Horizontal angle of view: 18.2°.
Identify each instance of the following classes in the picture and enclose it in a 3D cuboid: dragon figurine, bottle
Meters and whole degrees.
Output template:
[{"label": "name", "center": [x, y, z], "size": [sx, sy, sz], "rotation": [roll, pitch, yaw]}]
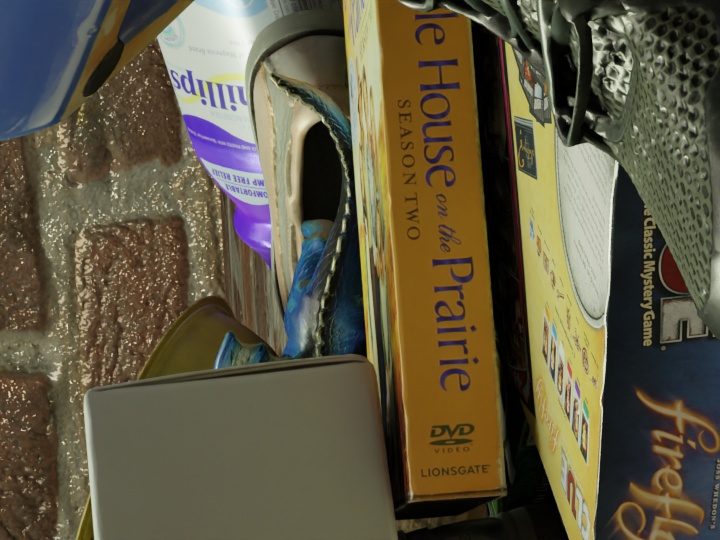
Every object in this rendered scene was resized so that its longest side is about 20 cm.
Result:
[{"label": "dragon figurine", "center": [-0.014, 0.035, 0.778], "size": [0.200, 0.059, 0.099], "rotation": [88, -155, -46]}, {"label": "bottle", "center": [-0.031, -0.067, 0.885], "size": [0.083, 0.065, 0.200], "rotation": [14, 132, 40]}]

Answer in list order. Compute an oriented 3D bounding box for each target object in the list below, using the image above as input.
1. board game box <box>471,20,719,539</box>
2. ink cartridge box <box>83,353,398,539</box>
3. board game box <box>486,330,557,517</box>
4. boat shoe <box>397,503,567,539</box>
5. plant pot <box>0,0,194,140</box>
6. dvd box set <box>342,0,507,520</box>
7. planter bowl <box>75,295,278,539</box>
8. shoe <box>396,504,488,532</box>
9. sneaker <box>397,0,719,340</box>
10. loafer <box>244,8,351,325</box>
[{"label": "board game box", "center": [0.058, -0.028, 0.598], "size": [0.200, 0.035, 0.136], "rotation": [-105, 13, -59]}, {"label": "ink cartridge box", "center": [-0.028, 0.136, 0.669], "size": [0.200, 0.083, 0.146], "rotation": [91, 171, -61]}, {"label": "board game box", "center": [0.046, -0.014, 0.785], "size": [0.105, 0.023, 0.200], "rotation": [100, 165, -58]}, {"label": "boat shoe", "center": [0.039, 0.169, 0.765], "size": [0.074, 0.065, 0.202], "rotation": [-104, 12, -58]}, {"label": "plant pot", "center": [-0.092, -0.160, 0.550], "size": [0.200, 0.180, 0.200], "rotation": [-52, -5, -46]}, {"label": "dvd box set", "center": [0.015, -0.028, 0.673], "size": [0.146, 0.029, 0.200], "rotation": [113, 153, -82]}, {"label": "planter bowl", "center": [-0.047, 0.116, 0.907], "size": [0.200, 0.083, 0.201], "rotation": [14, -90, -79]}, {"label": "shoe", "center": [0.007, 0.155, 0.837], "size": [0.200, 0.070, 0.053], "rotation": [-69, -23, -13]}, {"label": "sneaker", "center": [0.034, -0.062, 0.449], "size": [0.076, 0.114, 0.200], "rotation": [92, 169, -56]}, {"label": "loafer", "center": [0.000, 0.000, 0.847], "size": [0.063, 0.072, 0.200], "rotation": [-103, -3, -54]}]
